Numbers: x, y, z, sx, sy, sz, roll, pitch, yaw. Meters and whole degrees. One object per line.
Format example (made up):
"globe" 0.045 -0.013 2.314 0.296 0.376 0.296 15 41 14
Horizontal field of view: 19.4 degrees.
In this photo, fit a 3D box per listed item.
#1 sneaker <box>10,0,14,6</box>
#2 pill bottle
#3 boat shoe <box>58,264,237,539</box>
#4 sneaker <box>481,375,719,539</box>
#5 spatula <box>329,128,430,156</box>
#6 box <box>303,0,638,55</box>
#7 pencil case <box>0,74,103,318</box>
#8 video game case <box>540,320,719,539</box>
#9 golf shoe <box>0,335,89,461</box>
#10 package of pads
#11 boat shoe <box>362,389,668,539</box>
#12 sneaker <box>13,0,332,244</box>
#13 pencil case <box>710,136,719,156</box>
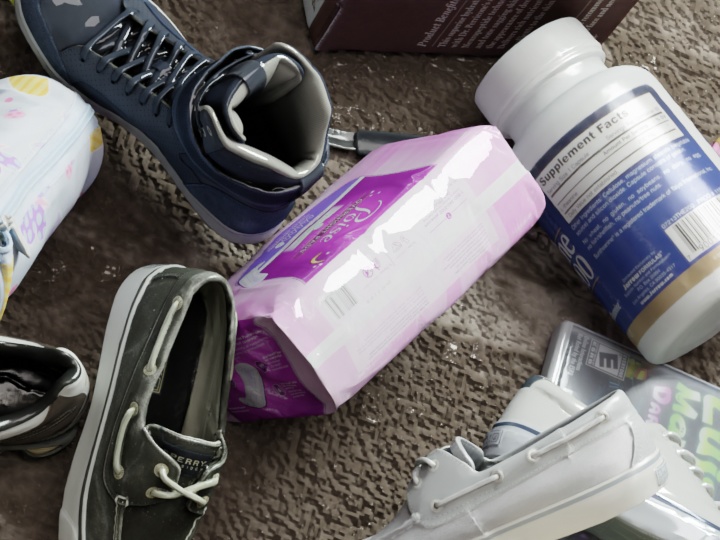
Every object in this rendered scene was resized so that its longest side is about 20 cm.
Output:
"sneaker" -0.134 -0.210 1.262 0.076 0.075 0.200 41 58 1
"pill bottle" 0.159 -0.052 1.271 0.111 0.111 0.200 -28 72 -29
"boat shoe" -0.107 0.096 1.096 0.071 0.064 0.201 9 87 -40
"sneaker" 0.168 0.125 1.190 0.200 0.073 0.071 30 67 -3
"spatula" -0.016 -0.084 1.277 0.199 0.021 0.057 9 63 -17
"box" 0.075 -0.242 1.301 0.199 0.166 0.165 0 67 -21
"pencil case" -0.197 -0.034 1.099 0.083 0.091 0.200 40 24 -10
"video game case" 0.174 0.149 1.237 0.181 0.023 0.200 24 60 -9
"golf shoe" -0.237 0.063 1.083 0.199 0.094 0.078 -8 74 -22
"package of pads" 0.000 0.000 1.182 0.200 0.120 0.076 -43 108 -31
"boat shoe" 0.063 0.122 1.132 0.200 0.072 0.069 -23 90 17
"sneaker" -0.099 -0.111 1.138 0.202 0.146 0.077 44 71 -4
"pencil case" 0.287 -0.004 1.318 0.086 0.083 0.200 -33 80 -19
